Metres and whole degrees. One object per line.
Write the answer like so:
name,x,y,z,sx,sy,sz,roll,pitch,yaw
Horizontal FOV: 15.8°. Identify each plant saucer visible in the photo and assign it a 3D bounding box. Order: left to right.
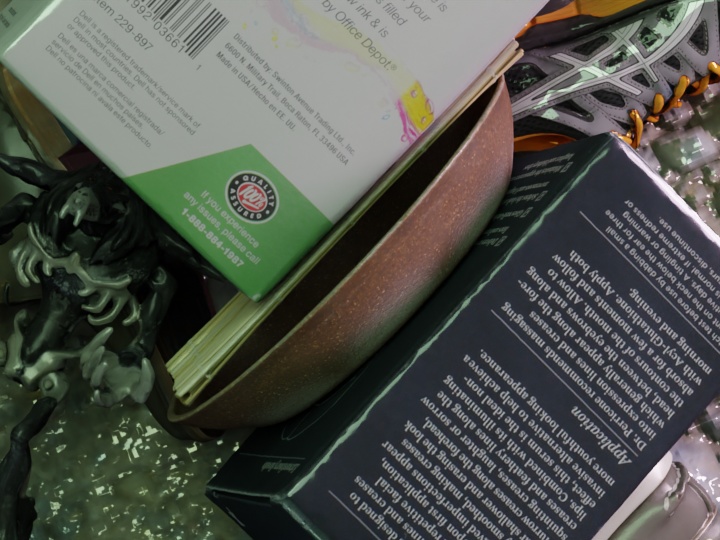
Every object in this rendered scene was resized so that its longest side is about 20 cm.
plant saucer,0.000,0.000,1.082,0.037,0.200,0.200,44,78,-9

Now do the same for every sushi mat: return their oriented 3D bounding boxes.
sushi mat,-0.010,-0.023,1.071,0.012,0.096,0.200,44,87,-9

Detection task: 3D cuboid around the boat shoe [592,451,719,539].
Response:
boat shoe,0.068,0.156,1.081,0.202,0.072,0.060,-45,104,-1

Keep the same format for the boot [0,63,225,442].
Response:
boot,-0.134,0.002,1.175,0.097,0.075,0.200,-29,79,22

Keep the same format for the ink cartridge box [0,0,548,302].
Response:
ink cartridge box,-0.028,-0.112,1.030,0.145,0.088,0.200,44,91,-16

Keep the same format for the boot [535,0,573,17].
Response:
boot,-0.010,-0.150,1.152,0.200,0.151,0.073,-6,108,-9

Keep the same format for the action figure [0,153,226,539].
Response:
action figure,-0.134,0.024,1.075,0.119,0.102,0.200,27,91,4

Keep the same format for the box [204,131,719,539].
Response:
box,0.051,0.054,1.064,0.107,0.148,0.200,45,78,-9

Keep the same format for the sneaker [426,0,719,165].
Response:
sneaker,0.116,-0.089,1.174,0.200,0.078,0.077,-15,82,3
